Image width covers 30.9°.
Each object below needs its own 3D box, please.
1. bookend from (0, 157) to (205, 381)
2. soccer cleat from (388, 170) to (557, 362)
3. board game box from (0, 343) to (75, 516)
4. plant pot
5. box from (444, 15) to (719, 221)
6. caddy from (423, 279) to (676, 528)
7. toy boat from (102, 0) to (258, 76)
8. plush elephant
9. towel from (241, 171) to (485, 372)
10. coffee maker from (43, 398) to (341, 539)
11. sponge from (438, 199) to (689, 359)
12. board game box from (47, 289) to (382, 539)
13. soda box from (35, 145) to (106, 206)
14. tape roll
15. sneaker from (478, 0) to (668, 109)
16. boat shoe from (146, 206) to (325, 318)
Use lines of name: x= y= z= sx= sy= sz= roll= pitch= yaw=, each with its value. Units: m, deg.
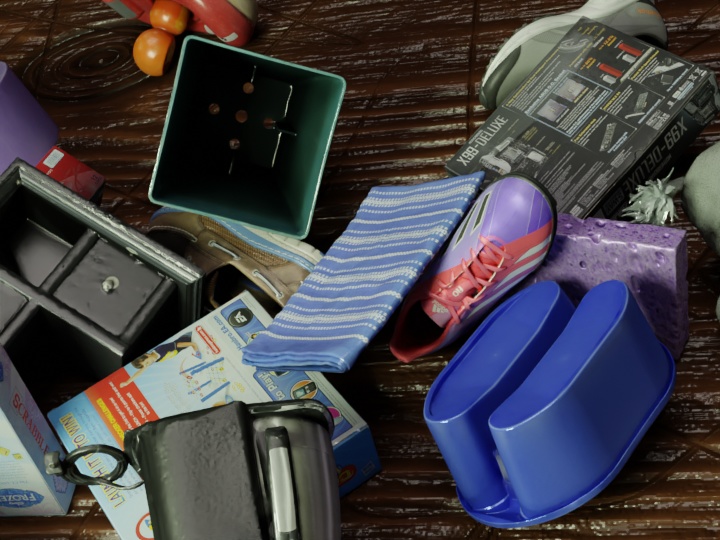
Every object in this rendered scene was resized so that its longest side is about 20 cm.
bookend: x=-0.266 y=0.044 z=1.087 sx=0.197 sy=0.092 sz=0.201 roll=31 pitch=61 yaw=9
soccer cleat: x=0.083 y=0.004 z=0.983 sx=0.068 sy=0.200 sz=0.073 roll=43 pitch=51 yaw=6
board game box: x=-0.346 y=0.117 z=1.004 sx=0.197 sy=0.201 sz=0.041 roll=-4 pitch=43 yaw=14
plant pot: x=-0.107 y=-0.130 z=1.183 sx=0.139 sy=0.143 sz=0.200 roll=13 pitch=10 yaw=-10
box: x=0.194 y=-0.117 z=1.144 sx=0.200 sy=0.050 sz=0.157 roll=-48 pitch=47 yaw=-9
caddy: x=0.139 y=0.097 z=0.937 sx=0.140 sy=0.106 sz=0.200 roll=-2 pitch=37 yaw=50
toy boat: x=-0.213 y=-0.280 z=1.456 sx=0.198 sy=0.130 sz=0.132 roll=13 pitch=80 yaw=30
plush elephant: x=0.319 y=-0.033 z=0.975 sx=0.198 sy=0.166 sz=0.156 roll=-22 pitch=55 yaw=-14
towel: x=0.000 y=0.000 z=1.003 sx=0.144 sy=0.024 sz=0.201 roll=-5 pitch=42 yaw=55
coffee maker: x=-0.092 y=0.205 z=0.848 sx=0.190 sy=0.135 sz=0.202 roll=-17 pitch=60 yaw=11
sponge: x=0.156 y=0.004 z=1.019 sx=0.198 sy=0.113 sz=0.030 roll=11 pitch=46 yaw=28
board game box: x=-0.117 y=0.133 z=1.017 sx=0.194 sy=0.056 sz=0.200 roll=-32 pitch=44 yaw=-15
soda box: x=-0.321 y=-0.020 z=1.221 sx=0.063 sy=0.070 sz=0.201 roll=32 pitch=54 yaw=1
tape roll: x=-0.405 y=-0.112 z=1.300 sx=0.198 sy=0.085 sz=0.201 roll=-28 pitch=28 yaw=16
sneaker: x=0.205 y=-0.206 z=1.255 sx=0.198 sy=0.074 sz=0.080 roll=-27 pitch=66 yaw=-1
boat shoe: x=-0.120 y=-0.005 z=1.150 sx=0.198 sy=0.073 sz=0.073 roll=15 pitch=51 yaw=30
